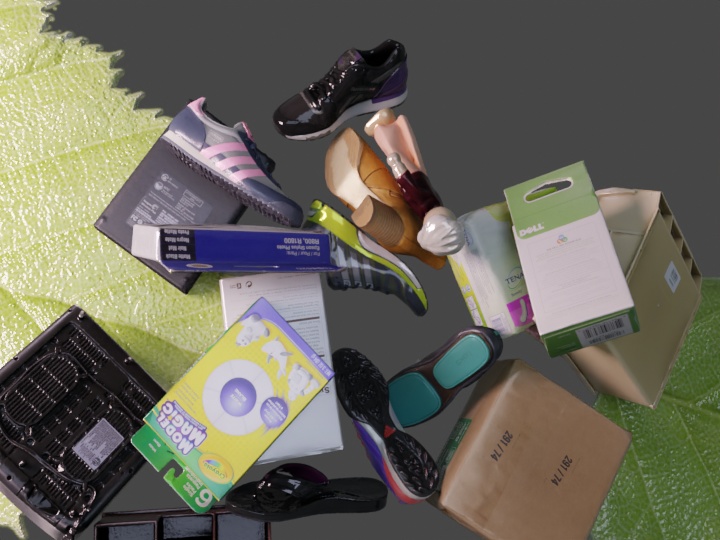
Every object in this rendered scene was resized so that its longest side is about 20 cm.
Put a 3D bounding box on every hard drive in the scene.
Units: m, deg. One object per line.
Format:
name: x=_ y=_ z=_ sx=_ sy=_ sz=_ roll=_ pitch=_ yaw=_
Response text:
hard drive: x=-0.215 y=-0.094 z=0.943 sx=0.138 sy=0.033 sz=0.202 roll=34 pitch=75 yaw=-3

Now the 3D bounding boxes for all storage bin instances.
storage bin: x=0.332 y=0.034 z=0.944 sx=0.200 sy=0.092 sz=0.202 roll=44 pitch=69 yaw=-39

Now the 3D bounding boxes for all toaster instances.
toaster: x=-0.314 y=0.175 z=0.812 sx=0.180 sy=0.119 sz=0.201 roll=42 pitch=56 yaw=-1

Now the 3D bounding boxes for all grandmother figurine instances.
grandmother figurine: x=0.066 y=-0.102 z=0.893 sx=0.060 sy=0.120 sz=0.203 roll=-38 pitch=57 yaw=21

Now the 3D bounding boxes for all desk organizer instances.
desk organizer: x=-0.195 y=0.307 z=0.848 sx=0.194 sy=0.077 sz=0.074 roll=0 pitch=79 yaw=-11

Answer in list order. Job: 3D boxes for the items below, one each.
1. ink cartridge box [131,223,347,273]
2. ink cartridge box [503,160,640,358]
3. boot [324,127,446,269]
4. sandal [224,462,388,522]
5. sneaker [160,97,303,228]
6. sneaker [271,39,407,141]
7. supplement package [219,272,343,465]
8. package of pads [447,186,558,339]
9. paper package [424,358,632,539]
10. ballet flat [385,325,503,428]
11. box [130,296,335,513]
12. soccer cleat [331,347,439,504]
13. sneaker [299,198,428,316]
ink cartridge box: x=-0.138 y=-0.028 z=0.832 sx=0.195 sy=0.199 sz=0.042 roll=0 pitch=96 yaw=-28
ink cartridge box: x=0.235 y=-0.015 z=0.855 sx=0.101 sy=0.059 sz=0.204 roll=-19 pitch=53 yaw=18
boot: x=0.034 y=-0.088 z=0.972 sx=0.142 sy=0.071 sz=0.204 roll=27 pitch=29 yaw=-37
sandal: x=-0.062 y=0.252 z=0.886 sx=0.195 sy=0.075 sz=0.050 roll=1 pitch=101 yaw=-19
sneaker: x=-0.140 y=-0.132 z=0.912 sx=0.198 sy=0.070 sz=0.083 roll=35 pitch=78 yaw=-5
sneaker: x=-0.028 y=-0.242 z=0.971 sx=0.196 sy=0.089 sz=0.076 roll=-26 pitch=57 yaw=-18
supplement package: x=-0.094 y=0.113 z=0.882 sx=0.116 sy=0.121 sz=0.206 roll=-7 pitch=81 yaw=-11
package of pads: x=0.204 y=-0.014 z=0.960 sx=0.197 sy=0.068 sz=0.158 roll=-20 pitch=85 yaw=-39
paper package: x=0.201 y=0.239 z=0.927 sx=0.188 sy=0.104 sz=0.203 roll=32 pitch=76 yaw=-2
ballet flat: x=0.097 y=0.128 z=0.917 sx=0.072 sy=0.199 sz=0.074 roll=30 pitch=37 yaw=-26
box: x=-0.133 y=0.140 z=0.786 sx=0.117 sy=0.048 sz=0.200 roll=43 pitch=78 yaw=1
soccer cleat: x=0.017 y=0.189 z=0.908 sx=0.067 sy=0.073 sz=0.202 roll=-25 pitch=74 yaw=-34
sneaker: x=0.000 y=0.000 z=0.958 sx=0.198 sy=0.074 sz=0.082 roll=37 pitch=89 yaw=1
